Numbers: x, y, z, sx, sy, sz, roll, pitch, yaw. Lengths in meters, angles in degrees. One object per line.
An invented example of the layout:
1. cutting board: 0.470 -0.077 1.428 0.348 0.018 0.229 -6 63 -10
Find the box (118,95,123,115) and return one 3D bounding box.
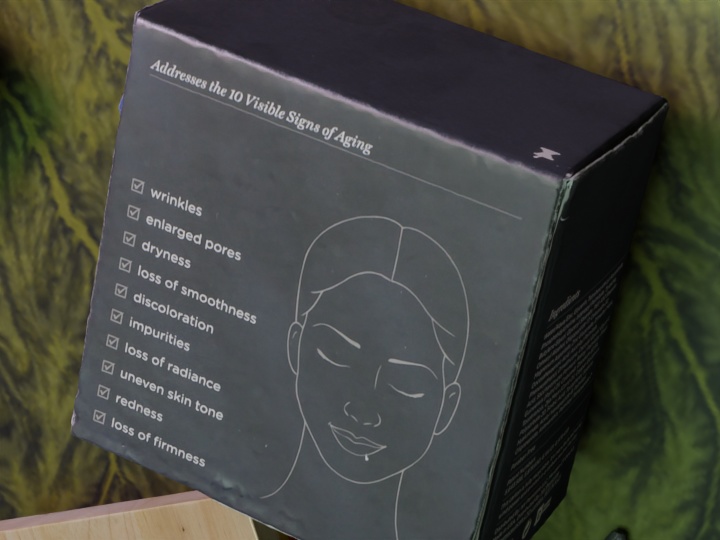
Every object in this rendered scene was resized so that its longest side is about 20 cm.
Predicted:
1. box: -0.026 -0.059 1.050 0.199 0.032 0.122 37 121 16

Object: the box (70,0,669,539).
1. box: 0.000 0.000 0.962 0.199 0.124 0.198 22 119 19

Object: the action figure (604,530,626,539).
1. action figure: 0.101 0.227 1.056 0.198 0.105 0.194 19 125 -4

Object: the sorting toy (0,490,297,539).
1. sorting toy: -0.091 0.206 1.155 0.197 0.069 0.202 -12 100 33
